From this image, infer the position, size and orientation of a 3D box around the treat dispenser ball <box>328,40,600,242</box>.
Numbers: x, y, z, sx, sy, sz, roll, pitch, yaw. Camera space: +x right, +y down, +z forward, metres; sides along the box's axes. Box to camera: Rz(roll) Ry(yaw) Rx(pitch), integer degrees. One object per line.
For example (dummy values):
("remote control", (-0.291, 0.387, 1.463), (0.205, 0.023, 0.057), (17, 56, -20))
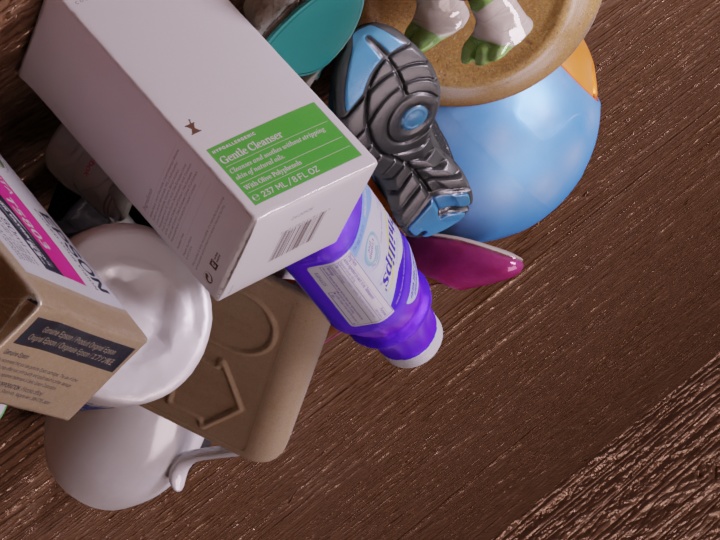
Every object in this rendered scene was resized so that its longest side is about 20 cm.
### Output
("treat dispenser ball", (0.076, -0.120, 1.821), (0.201, 0.201, 0.201), (-38, 163, -14))

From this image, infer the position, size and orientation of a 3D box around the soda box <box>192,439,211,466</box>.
("soda box", (-0.136, 0.093, 2.085), (0.200, 0.071, 0.063), (-51, 160, 23))

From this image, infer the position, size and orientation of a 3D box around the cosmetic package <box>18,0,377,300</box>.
("cosmetic package", (-0.100, -0.092, 1.494), (0.107, 0.200, 0.085), (-29, 159, -39))

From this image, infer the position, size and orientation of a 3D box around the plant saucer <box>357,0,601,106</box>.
("plant saucer", (0.068, -0.195, 1.659), (0.200, 0.200, 0.035), (-49, -160, 19))

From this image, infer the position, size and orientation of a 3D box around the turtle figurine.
("turtle figurine", (0.015, -0.209, 1.543), (0.144, 0.194, 0.200), (-11, -146, 25))

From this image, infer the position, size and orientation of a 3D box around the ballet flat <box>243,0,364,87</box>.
("ballet flat", (-0.060, -0.136, 1.568), (0.072, 0.072, 0.200), (-27, 159, -41))

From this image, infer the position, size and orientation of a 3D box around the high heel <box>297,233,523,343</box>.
("high heel", (0.025, 0.022, 1.801), (0.067, 0.199, 0.096), (23, 73, -60))

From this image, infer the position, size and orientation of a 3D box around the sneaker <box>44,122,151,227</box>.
("sneaker", (-0.119, -0.033, 1.618), (0.078, 0.099, 0.200), (-49, 144, 13))

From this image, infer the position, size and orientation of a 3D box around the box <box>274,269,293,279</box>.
("box", (-0.095, -0.031, 1.783), (0.048, 0.122, 0.200), (-43, 168, -44))

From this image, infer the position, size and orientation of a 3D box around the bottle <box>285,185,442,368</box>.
("bottle", (0.000, 0.000, 1.672), (0.065, 0.084, 0.200), (-10, 146, 20))

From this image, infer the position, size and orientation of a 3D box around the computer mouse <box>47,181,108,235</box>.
("computer mouse", (-0.194, -0.058, 1.652), (0.140, 0.046, 0.200), (12, 122, -47))

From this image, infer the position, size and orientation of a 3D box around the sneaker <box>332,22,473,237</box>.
("sneaker", (0.014, -0.102, 1.640), (0.073, 0.082, 0.200), (-28, 145, -6))

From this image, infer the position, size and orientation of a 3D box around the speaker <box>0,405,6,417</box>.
("speaker", (-0.289, 0.056, 1.628), (0.088, 0.088, 0.200), (-41, 163, -6))

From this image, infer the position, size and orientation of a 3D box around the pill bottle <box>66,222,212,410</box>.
("pill bottle", (-0.173, 0.032, 1.564), (0.111, 0.111, 0.200), (-36, -171, -19))

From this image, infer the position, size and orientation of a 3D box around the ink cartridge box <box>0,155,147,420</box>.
("ink cartridge box", (-0.228, -0.019, 1.386), (0.075, 0.200, 0.165), (-43, 164, 7))

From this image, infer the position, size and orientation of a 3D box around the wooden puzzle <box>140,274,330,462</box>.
("wooden puzzle", (-0.126, 0.035, 1.783), (0.186, 0.199, 0.046), (110, 3, -46))

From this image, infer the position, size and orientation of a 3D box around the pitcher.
("pitcher", (-0.151, 0.109, 1.918), (0.121, 0.172, 0.200), (-6, 140, -48))
